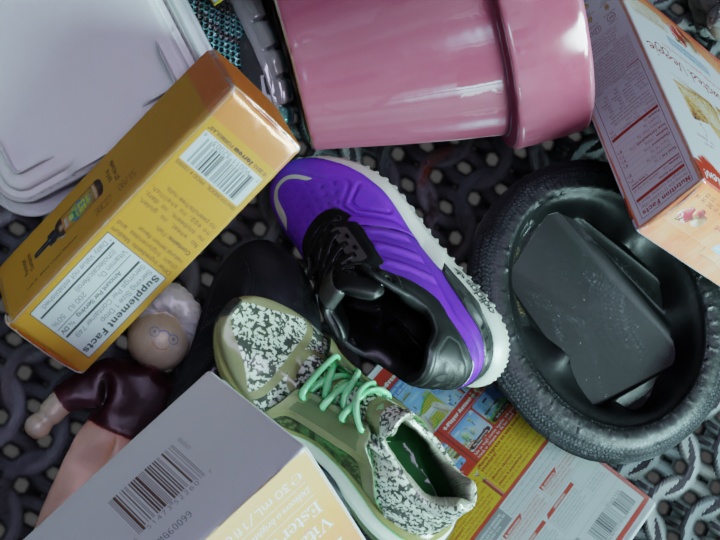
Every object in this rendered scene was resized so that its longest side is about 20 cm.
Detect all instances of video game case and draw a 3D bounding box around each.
[{"bbox_3d":[0.075,0.137,1.086,0.199,0.018,0.143,38,55,10],"label":"video game case"}]

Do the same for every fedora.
[{"bbox_3d":[0.149,0.030,1.135,0.198,0.092,0.203,2,82,-16],"label":"fedora"}]

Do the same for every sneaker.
[{"bbox_3d":[-0.001,0.082,1.008,0.200,0.089,0.077,43,57,-7],"label":"sneaker"},{"bbox_3d":[0.000,0.000,1.059,0.200,0.070,0.099,44,30,23],"label":"sneaker"},{"bbox_3d":[-0.104,-0.156,1.108,0.090,0.078,0.202,-20,85,-1],"label":"sneaker"}]

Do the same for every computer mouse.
[{"bbox_3d":[-0.067,0.076,1.063,0.138,0.052,0.202,38,62,-46],"label":"computer mouse"}]

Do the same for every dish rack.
[{"bbox_3d":[-0.195,-0.152,1.058,0.170,0.044,0.201,-28,92,2],"label":"dish rack"}]

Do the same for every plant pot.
[{"bbox_3d":[0.037,-0.163,1.089,0.177,0.200,0.202,-16,87,-1],"label":"plant pot"}]

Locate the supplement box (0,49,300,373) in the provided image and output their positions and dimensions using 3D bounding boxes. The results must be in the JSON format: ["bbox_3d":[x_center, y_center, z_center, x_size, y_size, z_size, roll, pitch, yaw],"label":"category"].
[{"bbox_3d":[-0.132,-0.035,1.032,0.200,0.067,0.069,-43,123,7],"label":"supplement box"}]

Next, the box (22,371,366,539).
[{"bbox_3d":[-0.074,0.191,0.991,0.152,0.106,0.201,-42,130,-15],"label":"box"}]

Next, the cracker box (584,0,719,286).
[{"bbox_3d":[0.210,-0.086,1.108,0.133,0.058,0.201,28,35,-39],"label":"cracker box"}]

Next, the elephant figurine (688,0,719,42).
[{"bbox_3d":[0.295,-0.267,1.191,0.140,0.155,0.203,-6,93,5],"label":"elephant figurine"}]

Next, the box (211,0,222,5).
[{"bbox_3d":[-0.051,-0.253,1.073,0.065,0.070,0.201,53,38,-21],"label":"box"}]

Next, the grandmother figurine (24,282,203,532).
[{"bbox_3d":[-0.145,0.104,1.059,0.120,0.060,0.202,23,79,-27],"label":"grandmother figurine"}]
